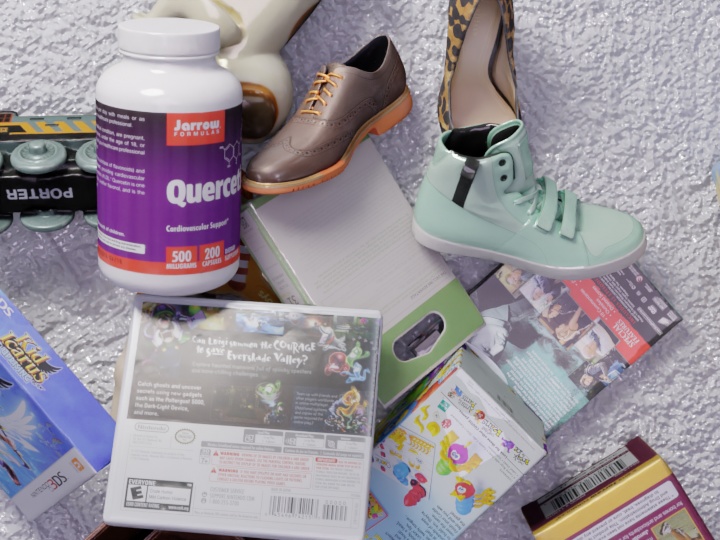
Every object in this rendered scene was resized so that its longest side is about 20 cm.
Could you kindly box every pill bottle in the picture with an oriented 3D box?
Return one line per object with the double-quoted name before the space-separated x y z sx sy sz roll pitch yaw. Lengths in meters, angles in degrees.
"pill bottle" -0.147 -0.089 1.056 0.112 0.113 0.201 3 109 0

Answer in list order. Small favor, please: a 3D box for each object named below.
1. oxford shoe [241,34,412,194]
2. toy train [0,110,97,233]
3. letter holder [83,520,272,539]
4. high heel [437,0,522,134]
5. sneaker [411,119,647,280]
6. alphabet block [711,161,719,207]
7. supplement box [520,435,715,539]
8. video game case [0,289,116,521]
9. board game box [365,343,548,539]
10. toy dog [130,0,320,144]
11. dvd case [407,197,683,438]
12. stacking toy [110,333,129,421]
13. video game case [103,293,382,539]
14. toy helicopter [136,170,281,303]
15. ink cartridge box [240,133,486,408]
"oxford shoe" -0.032 -0.128 1.118 0.071 0.200 0.073 13 130 32
"toy train" -0.263 -0.089 1.152 0.199 0.114 0.085 -3 127 -3
"letter holder" -0.116 0.262 1.123 0.142 0.100 0.200 -43 131 -14
"high heel" 0.102 -0.145 1.131 0.071 0.143 0.201 -7 94 0
"sneaker" 0.148 -0.061 1.123 0.200 0.074 0.118 7 133 -4
"alphabet block" 0.422 -0.018 1.116 0.196 0.195 0.201 -15 92 3
"supplement box" 0.247 0.265 1.178 0.131 0.103 0.200 -31 92 2
"video game case" -0.298 0.104 1.137 0.200 0.181 0.045 50 53 -3
"board game box" 0.050 0.173 1.161 0.105 0.103 0.200 45 100 -2
"toy dog" -0.097 -0.205 1.146 0.193 0.140 0.201 10 95 -19
"dvd case" 0.162 0.054 1.205 0.200 0.022 0.146 -42 93 2
"stacking toy" -0.109 0.116 1.175 0.199 0.146 0.147 12 94 -19
"video game case" -0.088 0.113 1.059 0.199 0.023 0.183 4 72 4
"toy helicopter" -0.103 0.012 1.173 0.200 0.079 0.132 42 109 5
"ink cartridge box" 0.000 0.000 1.151 0.145 0.048 0.200 -36 97 -37
